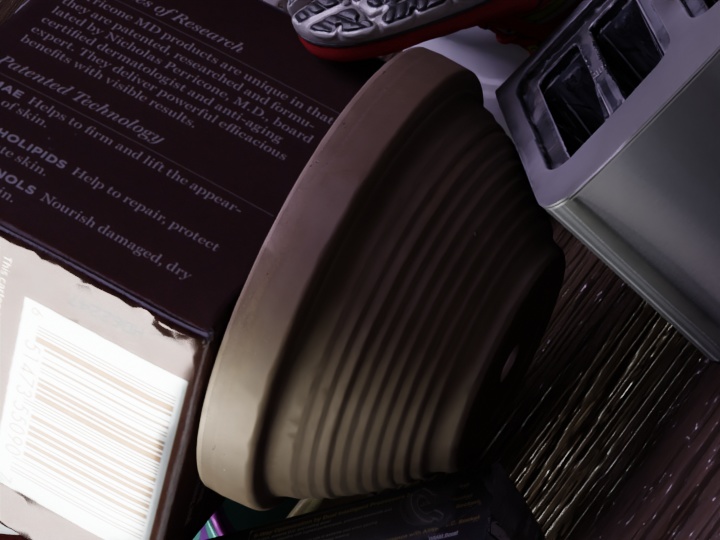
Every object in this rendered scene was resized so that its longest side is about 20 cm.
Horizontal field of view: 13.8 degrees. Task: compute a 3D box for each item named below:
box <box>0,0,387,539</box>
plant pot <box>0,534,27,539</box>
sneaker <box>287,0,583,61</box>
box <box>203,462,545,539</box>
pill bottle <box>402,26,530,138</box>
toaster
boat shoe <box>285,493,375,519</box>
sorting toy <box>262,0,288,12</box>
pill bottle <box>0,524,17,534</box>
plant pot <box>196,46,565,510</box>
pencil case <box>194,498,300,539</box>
[{"bbox_3d":[-0.100,-0.006,1.262,0.200,0.164,0.166,-51,-17,-46],"label":"box"},{"bbox_3d":[-0.243,0.166,1.549,0.200,0.176,0.200,-31,28,34],"label":"plant pot"},{"bbox_3d":[0.066,-0.120,1.271,0.200,0.085,0.077,-20,43,-15],"label":"sneaker"},{"bbox_3d":[-0.032,0.168,1.196,0.200,0.050,0.158,-17,34,23],"label":"box"},{"bbox_3d":[0.078,-0.167,1.365,0.116,0.116,0.200,-105,22,-66],"label":"pill bottle"},{"bbox_3d":[0.159,-0.072,1.190,0.181,0.119,0.200,-47,21,15],"label":"toaster"},{"bbox_3d":[-0.057,0.165,1.329,0.200,0.065,0.072,-43,22,22],"label":"boat shoe"},{"bbox_3d":[-0.046,-0.091,1.550,0.200,0.107,0.180,-42,22,43],"label":"sorting toy"},{"bbox_3d":[-0.137,0.027,1.422,0.114,0.114,0.200,-33,17,41],"label":"pill bottle"},{"bbox_3d":[0.021,0.019,1.209,0.201,0.093,0.201,-58,-13,-21],"label":"plant pot"},{"bbox_3d":[-0.083,0.105,1.454,0.200,0.085,0.093,-8,92,61],"label":"pencil case"}]
